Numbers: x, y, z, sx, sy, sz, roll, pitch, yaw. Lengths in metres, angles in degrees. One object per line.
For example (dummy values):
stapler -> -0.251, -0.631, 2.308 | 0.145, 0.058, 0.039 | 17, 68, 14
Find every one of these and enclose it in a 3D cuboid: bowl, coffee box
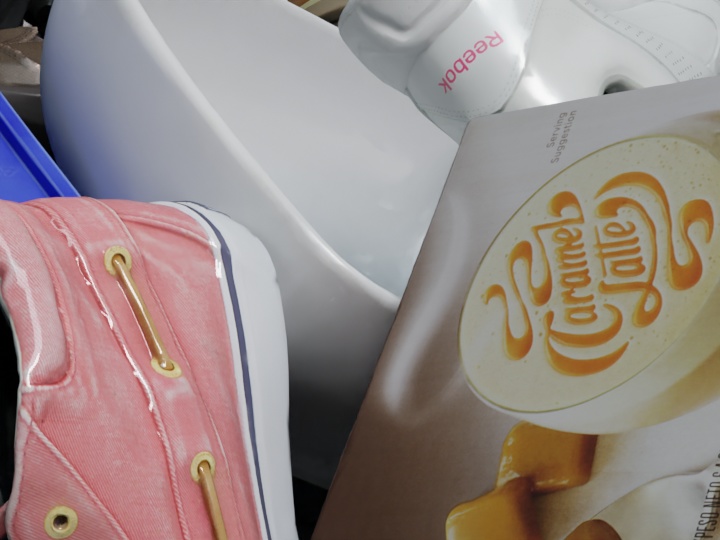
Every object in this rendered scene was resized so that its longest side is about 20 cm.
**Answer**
bowl -> 0.000, 0.000, 0.768 | 0.199, 0.075, 0.200 | 24, 22, -39
coffee box -> 0.059, 0.058, 0.594 | 0.114, 0.080, 0.200 | -8, 48, 39

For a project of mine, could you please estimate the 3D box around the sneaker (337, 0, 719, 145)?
sneaker -> 0.073, -0.041, 0.803 | 0.200, 0.078, 0.099 | 4, 49, -57

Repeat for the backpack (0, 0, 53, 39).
backpack -> -0.211, -0.155, 0.926 | 0.199, 0.147, 0.183 | -4, 34, -15

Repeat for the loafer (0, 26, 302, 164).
loafer -> -0.121, -0.040, 0.861 | 0.200, 0.073, 0.071 | 2, 24, -19

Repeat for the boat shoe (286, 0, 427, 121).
boat shoe -> 0.065, -0.096, 0.894 | 0.199, 0.072, 0.068 | -8, 50, -13

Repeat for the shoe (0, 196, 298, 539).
shoe -> -0.058, 0.078, 0.610 | 0.091, 0.071, 0.201 | 6, 70, -46

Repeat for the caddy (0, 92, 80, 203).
caddy -> -0.147, 0.019, 0.725 | 0.141, 0.105, 0.200 | -12, 41, -29
